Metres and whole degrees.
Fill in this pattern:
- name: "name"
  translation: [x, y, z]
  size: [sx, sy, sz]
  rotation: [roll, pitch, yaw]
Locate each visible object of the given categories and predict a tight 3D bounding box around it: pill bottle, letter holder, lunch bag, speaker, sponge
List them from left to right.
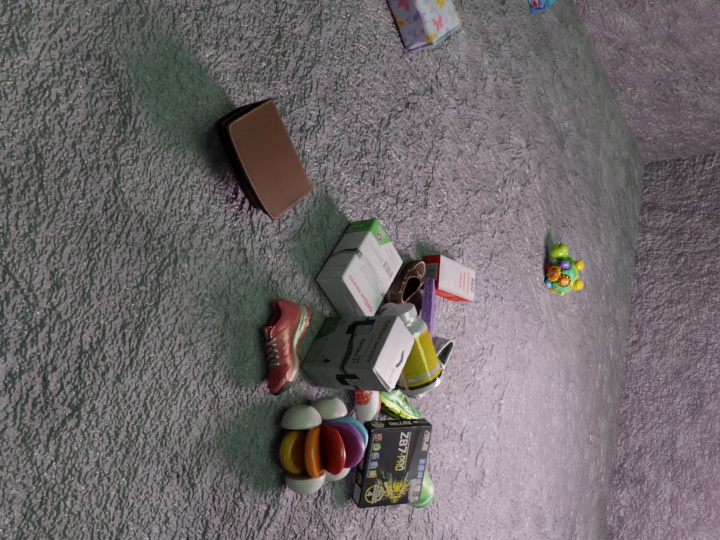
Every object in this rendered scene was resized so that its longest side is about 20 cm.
- name: "letter holder"
  translation: [-0.204, -0.206, 1.290]
  size: [0.142, 0.100, 0.200]
  rotation: [-47, 123, -41]
- name: "speaker"
  translation: [0.112, 0.501, 1.652]
  size: [0.200, 0.088, 0.088]
  rotation: [60, 44, -30]
- name: "pill bottle"
  translation: [0.117, 0.184, 1.585]
  size: [0.112, 0.112, 0.200]
  rotation: [-35, 111, -48]
- name: "sponge"
  translation: [0.175, 0.130, 1.747]
  size: [0.112, 0.030, 0.200]
  rotation: [81, 15, -50]
- name: "lunch bag"
  translation: [0.184, -0.714, 1.827]
  size: [0.200, 0.127, 0.170]
  rotation: [-44, 119, -34]

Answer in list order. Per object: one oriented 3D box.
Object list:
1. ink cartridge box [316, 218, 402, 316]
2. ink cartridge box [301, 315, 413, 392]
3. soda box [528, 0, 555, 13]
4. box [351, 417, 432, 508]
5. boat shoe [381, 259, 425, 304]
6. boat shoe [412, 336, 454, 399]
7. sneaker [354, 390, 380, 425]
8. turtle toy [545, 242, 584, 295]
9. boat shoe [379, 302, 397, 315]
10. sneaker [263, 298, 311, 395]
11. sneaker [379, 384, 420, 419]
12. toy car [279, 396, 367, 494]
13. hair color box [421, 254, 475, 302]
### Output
- name: "ink cartridge box"
  translation: [0.000, 0.000, 1.549]
  size: [0.146, 0.084, 0.200]
  rotation: [58, 45, -32]
- name: "ink cartridge box"
  translation: [-0.005, 0.175, 1.431]
  size: [0.083, 0.200, 0.147]
  rotation: [55, 47, -34]
- name: "soda box"
  translation: [0.722, -1.073, 2.611]
  size: [0.200, 0.064, 0.068]
  rotation: [-47, 123, -43]
- name: "box"
  translation: [0.073, 0.443, 1.539]
  size: [0.161, 0.049, 0.200]
  rotation: [3, 103, -26]
- name: "boat shoe"
  translation: [0.127, 0.033, 1.727]
  size: [0.200, 0.070, 0.070]
  rotation: [-47, 122, -45]
- name: "boat shoe"
  translation: [0.194, 0.257, 1.794]
  size: [0.074, 0.067, 0.200]
  rotation: [53, 48, -35]
- name: "sneaker"
  translation: [0.000, 0.253, 1.543]
  size: [0.108, 0.067, 0.202]
  rotation: [40, 53, -42]
- name: "turtle toy"
  translation: [0.757, -0.004, 2.517]
  size: [0.101, 0.146, 0.200]
  rotation: [14, 74, -29]
- name: "boat shoe"
  translation: [0.100, 0.140, 1.694]
  size: [0.200, 0.072, 0.062]
  rotation: [63, 29, -42]
- name: "sneaker"
  translation: [-0.167, 0.151, 1.346]
  size: [0.087, 0.074, 0.200]
  rotation: [29, 60, -33]
- name: "sneaker"
  translation: [0.092, 0.319, 1.650]
  size: [0.200, 0.074, 0.084]
  rotation: [42, 59, -42]
- name: "toy car"
  translation: [-0.065, 0.361, 1.377]
  size: [0.200, 0.150, 0.175]
  rotation: [-6, 91, -53]
- name: "hair color box"
  translation: [0.252, 0.025, 1.898]
  size: [0.200, 0.061, 0.102]
  rotation: [20, 71, -49]
